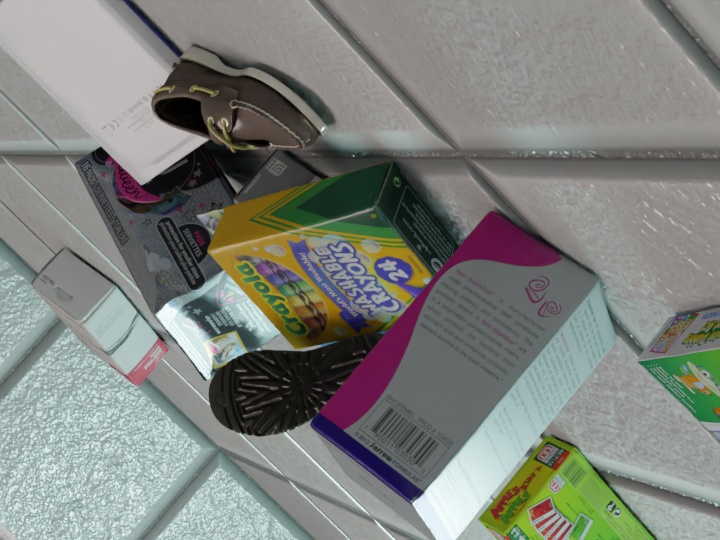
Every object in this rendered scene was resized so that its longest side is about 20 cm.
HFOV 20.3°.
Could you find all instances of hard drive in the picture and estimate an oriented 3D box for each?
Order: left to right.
[{"bbox_3d":[-0.216,-0.173,1.710,0.200,0.025,0.132,45,135,-16],"label":"hard drive"}]

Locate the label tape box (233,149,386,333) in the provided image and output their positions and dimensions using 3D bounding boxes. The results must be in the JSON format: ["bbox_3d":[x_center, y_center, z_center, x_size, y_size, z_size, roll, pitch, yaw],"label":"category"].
[{"bbox_3d":[0.000,0.000,1.689,0.199,0.063,0.144,34,166,32],"label":"label tape box"}]

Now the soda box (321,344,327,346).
[{"bbox_3d":[-0.018,0.039,1.876,0.199,0.064,0.068,34,165,31],"label":"soda box"}]

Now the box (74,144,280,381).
[{"bbox_3d":[-0.154,-0.029,1.822,0.201,0.114,0.132,57,179,36],"label":"box"}]

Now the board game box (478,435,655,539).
[{"bbox_3d":[0.207,0.256,1.842,0.200,0.102,0.048,48,167,-27],"label":"board game box"}]

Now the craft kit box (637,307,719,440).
[{"bbox_3d":[0.282,0.101,1.222,0.200,0.049,0.197,43,165,-4],"label":"craft kit box"}]

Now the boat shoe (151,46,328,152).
[{"bbox_3d":[-0.098,-0.123,1.574,0.199,0.060,0.072,26,160,51],"label":"boat shoe"}]

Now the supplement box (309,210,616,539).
[{"bbox_3d":[0.075,0.076,1.399,0.101,0.200,0.104,35,168,29],"label":"supplement box"}]

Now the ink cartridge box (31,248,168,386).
[{"bbox_3d":[-0.408,0.074,3.153,0.145,0.085,0.200,32,167,36],"label":"ink cartridge box"}]

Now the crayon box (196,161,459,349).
[{"bbox_3d":[-0.027,-0.005,1.560,0.199,0.052,0.126,-13,132,37],"label":"crayon box"}]

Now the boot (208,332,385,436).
[{"bbox_3d":[-0.006,0.092,1.647,0.180,0.073,0.200,-9,177,20],"label":"boot"}]
